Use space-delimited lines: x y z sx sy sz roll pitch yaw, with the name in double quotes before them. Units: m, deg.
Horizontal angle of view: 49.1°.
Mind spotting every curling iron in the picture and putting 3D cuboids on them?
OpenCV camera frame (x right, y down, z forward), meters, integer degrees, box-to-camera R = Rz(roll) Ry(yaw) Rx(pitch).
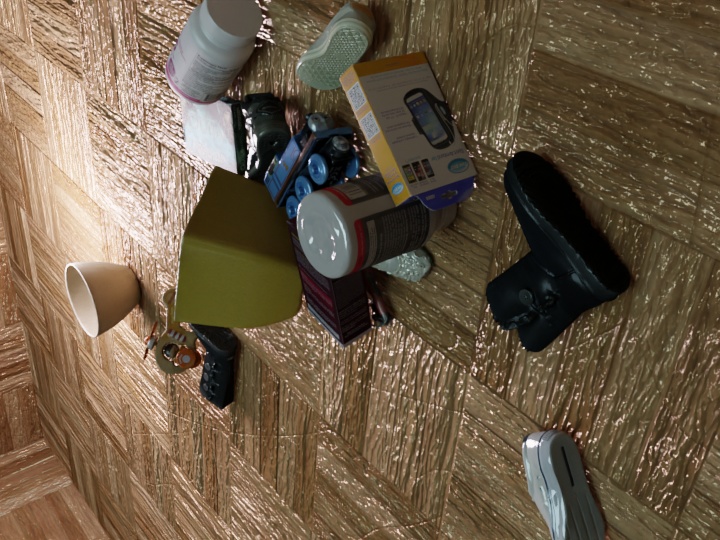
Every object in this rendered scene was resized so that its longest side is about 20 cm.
"curling iron" 0.000 0.000 1.237 0.050 0.026 0.201 -27 85 54

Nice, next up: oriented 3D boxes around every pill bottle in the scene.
"pill bottle" 0.027 -0.069 1.013 0.111 0.200 0.111 29 129 44
"pill bottle" -0.241 -0.370 1.300 0.200 0.113 0.114 -34 79 54

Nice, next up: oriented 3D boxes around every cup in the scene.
"cup" -0.665 0.058 2.068 0.200 0.143 0.201 29 129 42

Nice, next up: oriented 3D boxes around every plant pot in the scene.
"plant pot" -0.179 -0.022 1.306 0.196 0.199 0.195 -80 6 -48

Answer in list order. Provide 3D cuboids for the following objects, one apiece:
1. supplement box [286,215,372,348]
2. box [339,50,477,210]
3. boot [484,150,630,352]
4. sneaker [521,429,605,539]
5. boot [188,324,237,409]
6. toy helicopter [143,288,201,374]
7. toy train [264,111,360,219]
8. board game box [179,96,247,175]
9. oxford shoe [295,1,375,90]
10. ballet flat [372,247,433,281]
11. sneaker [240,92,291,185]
"supplement box" -0.044 0.011 1.192 0.109 0.061 0.200 43 155 37
"box" 0.066 -0.168 0.981 0.041 0.119 0.201 -26 85 55
"boot" 0.195 -0.015 0.921 0.200 0.076 0.168 55 140 9
"sneaker" 0.259 0.301 1.015 0.071 0.073 0.201 -13 87 64
"boot" -0.339 0.195 1.774 0.165 0.066 0.200 46 144 32
"toy helicopter" -0.448 0.143 1.847 0.079 0.132 0.201 102 164 -84
"toy train" -0.076 -0.156 1.211 0.114 0.087 0.200 60 145 18
"board game box" -0.277 -0.267 1.475 0.200 0.028 0.136 27 128 44
"oxford shoe" -0.032 -0.310 1.103 0.200 0.075 0.058 -27 44 63
"ballet flat" 0.017 -0.038 1.162 0.200 0.072 0.072 38 135 36
"sneaker" -0.157 -0.218 1.306 0.200 0.076 0.115 108 155 -63
